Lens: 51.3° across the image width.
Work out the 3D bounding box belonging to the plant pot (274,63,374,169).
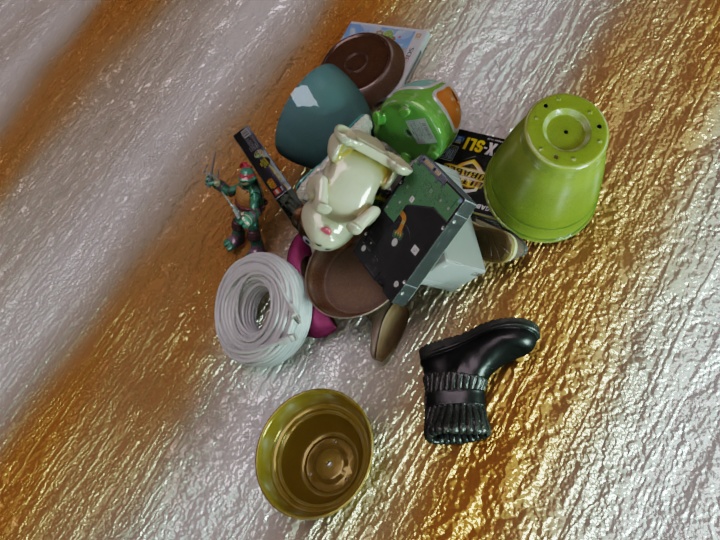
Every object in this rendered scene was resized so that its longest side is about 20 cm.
[{"bbox_3d":[-0.050,-0.272,1.437,0.134,0.200,0.201,35,79,17],"label":"plant pot"}]

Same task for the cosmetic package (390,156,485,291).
[{"bbox_3d":[0.126,-0.076,1.246,0.090,0.106,0.203,-30,57,39],"label":"cosmetic package"}]

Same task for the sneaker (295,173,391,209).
[{"bbox_3d":[-0.028,-0.119,1.376,0.197,0.086,0.079,20,62,9],"label":"sneaker"}]

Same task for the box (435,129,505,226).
[{"bbox_3d":[0.202,-0.169,1.357,0.198,0.049,0.161,19,70,29],"label":"box"}]

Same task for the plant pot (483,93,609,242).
[{"bbox_3d":[0.306,-0.176,1.197,0.196,0.193,0.204,-1,70,2],"label":"plant pot"}]

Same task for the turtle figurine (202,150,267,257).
[{"bbox_3d":[-0.223,-0.121,1.412,0.099,0.203,0.150,-18,40,-25],"label":"turtle figurine"}]

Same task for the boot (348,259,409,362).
[{"bbox_3d":[0.016,0.049,1.307,0.144,0.070,0.202,13,67,34],"label":"boot"}]

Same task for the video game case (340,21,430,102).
[{"bbox_3d":[0.027,-0.445,1.592,0.197,0.022,0.184,16,70,28],"label":"video game case"}]

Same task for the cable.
[{"bbox_3d":[-0.174,0.069,1.328,0.199,0.069,0.203,-31,62,30],"label":"cable"}]

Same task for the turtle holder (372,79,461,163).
[{"bbox_3d":[0.106,-0.269,1.360,0.141,0.186,0.132,42,64,-2],"label":"turtle holder"}]

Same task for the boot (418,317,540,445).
[{"bbox_3d":[0.188,0.175,1.152,0.208,0.079,0.160,-22,49,22],"label":"boot"}]

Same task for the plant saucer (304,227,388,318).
[{"bbox_3d":[0.000,0.000,1.278,0.197,0.037,0.203,-15,53,20],"label":"plant saucer"}]

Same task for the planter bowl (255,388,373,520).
[{"bbox_3d":[-0.061,0.297,1.184,0.197,0.084,0.204,-9,59,16],"label":"planter bowl"}]

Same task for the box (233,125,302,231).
[{"bbox_3d":[-0.165,-0.172,1.450,0.040,0.137,0.201,-35,55,-1],"label":"box"}]

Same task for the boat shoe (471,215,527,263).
[{"bbox_3d":[0.199,-0.053,1.285,0.199,0.064,0.074,30,106,48],"label":"boat shoe"}]

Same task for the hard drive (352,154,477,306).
[{"bbox_3d":[0.082,-0.065,1.182,0.201,0.037,0.140,-56,46,18],"label":"hard drive"}]

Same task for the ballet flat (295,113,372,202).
[{"bbox_3d":[-0.032,-0.186,1.329,0.071,0.072,0.201,33,76,32],"label":"ballet flat"}]

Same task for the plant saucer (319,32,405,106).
[{"bbox_3d":[-0.005,-0.424,1.561,0.197,0.035,0.204,-9,61,16],"label":"plant saucer"}]

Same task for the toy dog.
[{"bbox_3d":[-0.036,-0.126,1.221,0.202,0.138,0.194,-60,24,16],"label":"toy dog"}]

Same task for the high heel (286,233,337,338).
[{"bbox_3d":[-0.080,0.023,1.350,0.095,0.067,0.204,-10,74,27],"label":"high heel"}]
